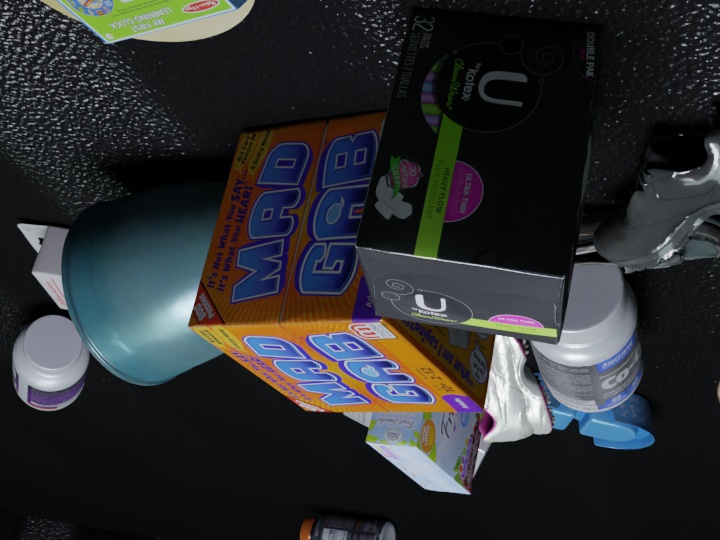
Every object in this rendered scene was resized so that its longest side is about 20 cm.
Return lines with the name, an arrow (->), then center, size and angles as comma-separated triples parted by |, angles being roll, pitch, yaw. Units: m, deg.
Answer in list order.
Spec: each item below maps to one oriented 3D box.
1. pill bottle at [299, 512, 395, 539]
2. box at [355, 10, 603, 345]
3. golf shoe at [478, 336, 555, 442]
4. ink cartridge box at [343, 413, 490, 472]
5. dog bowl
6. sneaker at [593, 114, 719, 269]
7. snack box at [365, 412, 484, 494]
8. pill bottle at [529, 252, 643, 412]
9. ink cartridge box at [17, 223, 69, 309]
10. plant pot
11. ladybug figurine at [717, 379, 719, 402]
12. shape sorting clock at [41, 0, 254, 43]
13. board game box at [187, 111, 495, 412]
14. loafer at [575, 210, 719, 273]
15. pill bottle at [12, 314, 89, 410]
pill bottle -> -0.031, 0.587, 2.480 | 0.198, 0.107, 0.106 | 3, 155, 23
box -> 0.092, -0.068, 0.836 | 0.147, 0.201, 0.125 | 8, 156, 12
golf shoe -> 0.141, 0.100, 1.226 | 0.091, 0.201, 0.075 | -21, -167, 5
ink cartridge box -> 0.083, 0.180, 1.482 | 0.199, 0.085, 0.146 | 27, 157, 10
dog bowl -> 0.285, 0.181, 1.477 | 0.198, 0.050, 0.112 | 13, 156, 3
sneaker -> 0.253, -0.069, 0.926 | 0.090, 0.076, 0.200 | 29, 143, -18
snack box -> 0.087, 0.129, 1.278 | 0.067, 0.201, 0.169 | 0, 152, 28
pill bottle -> 0.227, 0.059, 1.155 | 0.113, 0.115, 0.200 | 5, 155, 19
ink cartridge box -> -0.321, 0.007, 1.390 | 0.198, 0.068, 0.117 | 10, 156, 9
plant pot -> -0.165, -0.004, 1.153 | 0.187, 0.201, 0.200 | -20, 142, 29
ladybug figurine -> 0.459, 0.125, 1.227 | 0.135, 0.072, 0.200 | 2, 155, 25
shape sorting clock -> -0.172, -0.227, 0.825 | 0.198, 0.040, 0.200 | 10, 156, 4
board game box -> 0.000, 0.000, 1.034 | 0.199, 0.201, 0.200 | -4, 151, 31
loafer -> 0.232, -0.019, 1.041 | 0.198, 0.063, 0.072 | 4, 155, 20
pill bottle -> -0.463, 0.135, 1.698 | 0.111, 0.112, 0.200 | 18, 156, -10
